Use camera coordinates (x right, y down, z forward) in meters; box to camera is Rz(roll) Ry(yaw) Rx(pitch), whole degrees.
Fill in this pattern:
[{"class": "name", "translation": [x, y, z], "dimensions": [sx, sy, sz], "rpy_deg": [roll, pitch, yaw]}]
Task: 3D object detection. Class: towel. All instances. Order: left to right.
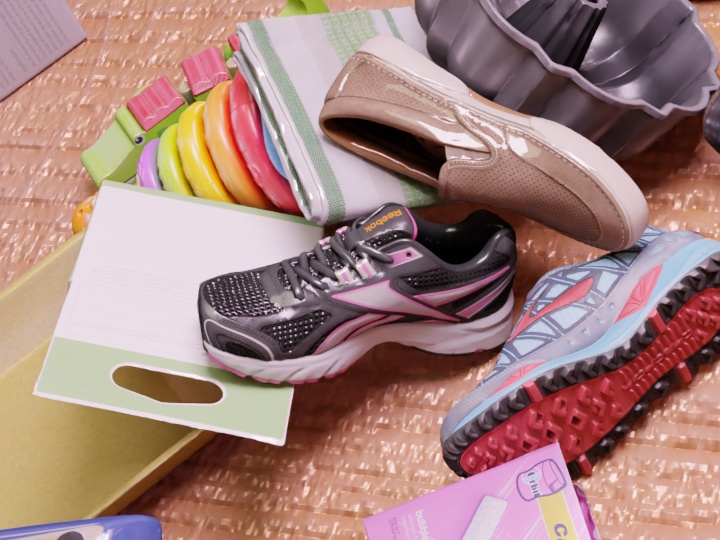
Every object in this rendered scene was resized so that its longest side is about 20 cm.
[{"class": "towel", "translation": [0.032, -0.097, 1.125], "dimensions": [0.199, 0.031, 0.150], "rpy_deg": [-8, 60, -28]}]

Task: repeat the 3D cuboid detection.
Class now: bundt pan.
[{"class": "bundt pan", "translation": [0.116, -0.142, 1.112], "dimensions": [0.076, 0.201, 0.203], "rpy_deg": [-53, 37, 35]}]

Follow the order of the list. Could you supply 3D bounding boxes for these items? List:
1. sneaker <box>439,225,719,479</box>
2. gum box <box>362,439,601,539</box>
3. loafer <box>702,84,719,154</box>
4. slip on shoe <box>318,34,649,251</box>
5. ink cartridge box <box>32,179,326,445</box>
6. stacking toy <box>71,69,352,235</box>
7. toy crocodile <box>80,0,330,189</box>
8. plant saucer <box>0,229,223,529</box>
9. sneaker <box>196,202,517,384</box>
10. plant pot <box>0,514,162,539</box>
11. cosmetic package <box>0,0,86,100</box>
[{"class": "sneaker", "translation": [0.121, 0.046, 1.034], "dimensions": [0.199, 0.080, 0.095], "rpy_deg": [-33, 35, -12]}, {"class": "gum box", "translation": [0.079, 0.192, 0.932], "dimensions": [0.113, 0.066, 0.201], "rpy_deg": [-22, 49, 8]}, {"class": "loafer", "translation": [0.265, -0.137, 1.107], "dimensions": [0.200, 0.073, 0.072], "rpy_deg": [-41, 40, -22]}, {"class": "slip on shoe", "translation": [0.066, -0.060, 1.037], "dimensions": [0.199, 0.076, 0.061], "rpy_deg": [34, 63, 16]}, {"class": "ink cartridge box", "translation": [-0.102, 0.033, 1.082], "dimensions": [0.144, 0.048, 0.201], "rpy_deg": [11, 41, -2]}, {"class": "stacking toy", "translation": [-0.105, -0.061, 1.199], "dimensions": [0.199, 0.110, 0.117], "rpy_deg": [-24, 57, 21]}, {"class": "toy crocodile", "translation": [-0.104, -0.122, 1.259], "dimensions": [0.199, 0.062, 0.068], "rpy_deg": [-32, 48, -1]}, {"class": "plant saucer", "translation": [-0.191, 0.095, 1.141], "dimensions": [0.199, 0.049, 0.200], "rpy_deg": [-38, 49, -6]}, {"class": "sneaker", "translation": [0.000, 0.000, 1.046], "dimensions": [0.198, 0.087, 0.081], "rpy_deg": [-9, 43, -25]}, {"class": "plant pot", "translation": [-0.156, 0.231, 0.897], "dimensions": [0.198, 0.180, 0.201], "rpy_deg": [-10, 55, 20]}, {"class": "cosmetic package", "translation": [-0.314, -0.163, 1.360], "dimensions": [0.199, 0.102, 0.071], "rpy_deg": [-37, 48, -7]}]
